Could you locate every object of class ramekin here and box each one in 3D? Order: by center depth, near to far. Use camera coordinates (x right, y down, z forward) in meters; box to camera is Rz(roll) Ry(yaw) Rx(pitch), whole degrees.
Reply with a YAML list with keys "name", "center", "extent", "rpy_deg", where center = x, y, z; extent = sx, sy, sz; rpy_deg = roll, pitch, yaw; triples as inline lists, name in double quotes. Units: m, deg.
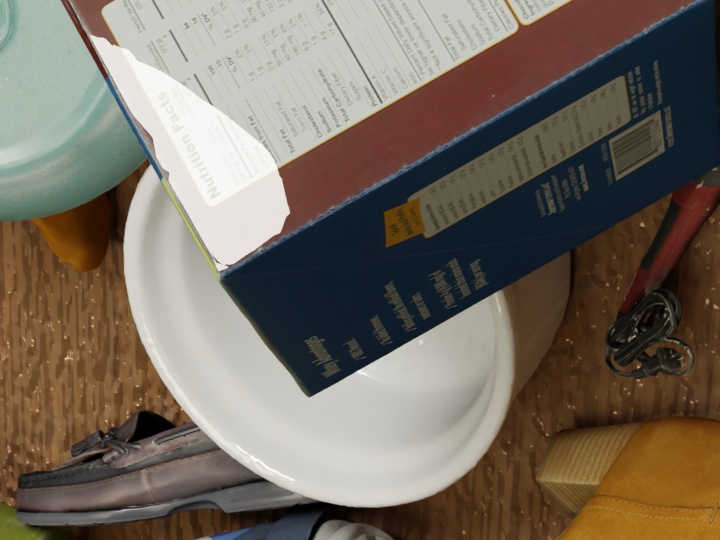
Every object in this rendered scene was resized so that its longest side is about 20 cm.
- name: "ramekin"
  center: [0.000, 0.000, 1.186]
  extent: [0.200, 0.098, 0.201]
  rpy_deg: [14, 121, 25]

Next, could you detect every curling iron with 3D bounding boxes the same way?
- name: "curling iron"
  center: [0.157, -0.033, 1.115]
  extent: [0.050, 0.026, 0.200]
  rpy_deg: [50, 126, 41]

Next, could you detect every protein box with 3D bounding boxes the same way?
- name: "protein box"
  center: [0.019, -0.074, 0.991]
  extent: [0.200, 0.199, 0.135]
  rpy_deg: [-29, 73, 0]

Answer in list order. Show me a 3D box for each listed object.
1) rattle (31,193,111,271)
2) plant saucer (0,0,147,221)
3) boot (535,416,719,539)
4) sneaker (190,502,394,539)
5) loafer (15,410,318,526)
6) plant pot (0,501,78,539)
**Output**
- name: "rattle"
  center: [-0.091, -0.083, 1.218]
  extent: [0.200, 0.130, 0.143]
  rpy_deg: [-29, 111, 12]
- name: "plant saucer"
  center: [-0.169, -0.115, 1.127]
  extent: [0.200, 0.036, 0.200]
  rpy_deg: [2, 105, 7]
- name: "boot"
  center: [0.128, 0.157, 1.145]
  extent: [0.144, 0.201, 0.071]
  rpy_deg: [0, 154, 41]
- name: "sneaker"
  center: [-0.064, 0.165, 1.250]
  extent: [0.146, 0.200, 0.081]
  rpy_deg: [-10, 91, 42]
- name: "loafer"
  center: [-0.092, 0.094, 1.321]
  extent: [0.200, 0.072, 0.063]
  rpy_deg: [-8, 91, 27]
- name: "plant pot"
  center: [-0.257, 0.189, 1.399]
  extent: [0.193, 0.200, 0.201]
  rpy_deg: [6, 118, 15]
